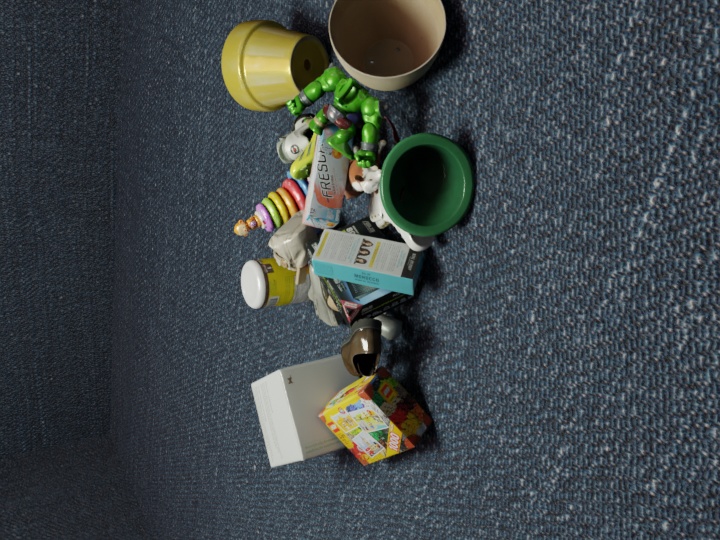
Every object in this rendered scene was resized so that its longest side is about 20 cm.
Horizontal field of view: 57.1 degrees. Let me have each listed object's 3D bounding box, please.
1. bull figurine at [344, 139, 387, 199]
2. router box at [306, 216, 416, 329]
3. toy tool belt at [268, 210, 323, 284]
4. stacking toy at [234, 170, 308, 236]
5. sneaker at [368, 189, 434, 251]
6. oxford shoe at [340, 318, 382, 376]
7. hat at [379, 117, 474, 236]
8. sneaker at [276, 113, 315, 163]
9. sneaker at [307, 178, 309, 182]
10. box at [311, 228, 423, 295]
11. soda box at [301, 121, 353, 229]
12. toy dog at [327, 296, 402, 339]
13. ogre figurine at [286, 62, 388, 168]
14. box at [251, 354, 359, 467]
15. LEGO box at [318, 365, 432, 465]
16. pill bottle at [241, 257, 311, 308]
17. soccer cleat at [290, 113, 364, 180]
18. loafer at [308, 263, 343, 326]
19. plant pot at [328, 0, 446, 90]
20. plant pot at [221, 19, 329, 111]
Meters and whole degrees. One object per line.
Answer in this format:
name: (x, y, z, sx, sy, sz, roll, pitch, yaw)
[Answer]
bull figurine: (0.007, -0.198, 1.297, 0.123, 0.065, 0.200, -70, 15, -9)
router box: (0.000, 0.000, 1.312, 0.201, 0.149, 0.062, 56, 162, 34)
toy tool belt: (-0.110, -0.069, 1.481, 0.124, 0.200, 0.124, -3, 123, 38)
stacking toy: (-0.206, -0.136, 1.550, 0.110, 0.199, 0.117, 42, 154, 47)
sneaker: (0.075, -0.101, 1.267, 0.116, 0.073, 0.202, -53, 43, 47)
oxford shoe: (-0.001, 0.171, 1.278, 0.201, 0.072, 0.085, 101, 168, -61)
hat: (0.115, -0.176, 1.213, 0.176, 0.163, 0.203, -87, 0, -78)
sneaker: (-0.110, -0.299, 1.461, 0.088, 0.201, 0.075, -15, 119, 23)
sneaker: (-0.089, -0.201, 1.467, 0.199, 0.080, 0.090, 20, 96, 53)
box: (0.014, -0.018, 1.252, 0.049, 0.198, 0.083, 85, -159, -52)
soda box: (-0.062, -0.185, 1.283, 0.068, 0.063, 0.203, 150, 130, -70)
toy dog: (0.018, 0.067, 1.380, 0.201, 0.096, 0.132, 54, 135, 15)
ogre figurine: (-0.030, -0.286, 1.198, 0.200, 0.098, 0.120, 47, 110, 33)
box: (-0.108, 0.312, 1.487, 0.171, 0.197, 0.202, -33, 69, 53)
LEGO box: (0.026, 0.298, 1.337, 0.149, 0.077, 0.200, 47, 141, -2)
pill bottle: (-0.166, 0.022, 1.525, 0.109, 0.198, 0.111, 13, 107, 54)
soccer cleat: (-0.077, -0.264, 1.368, 0.084, 0.200, 0.065, 43, 166, 15)
loafer: (-0.086, 0.049, 1.459, 0.069, 0.070, 0.201, 12, 139, 23)
plant pot: (0.048, -0.401, 1.176, 0.135, 0.198, 0.203, 77, 178, -77)
plant pot: (-0.178, -0.461, 1.491, 0.187, 0.200, 0.203, 13, 106, 38)
